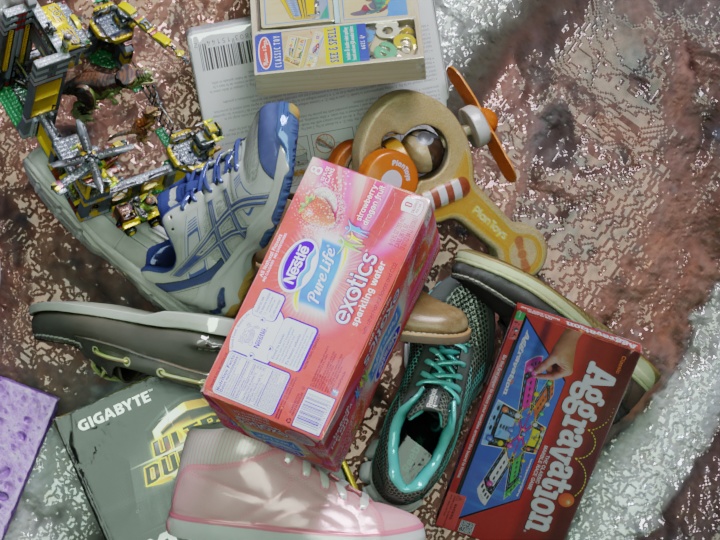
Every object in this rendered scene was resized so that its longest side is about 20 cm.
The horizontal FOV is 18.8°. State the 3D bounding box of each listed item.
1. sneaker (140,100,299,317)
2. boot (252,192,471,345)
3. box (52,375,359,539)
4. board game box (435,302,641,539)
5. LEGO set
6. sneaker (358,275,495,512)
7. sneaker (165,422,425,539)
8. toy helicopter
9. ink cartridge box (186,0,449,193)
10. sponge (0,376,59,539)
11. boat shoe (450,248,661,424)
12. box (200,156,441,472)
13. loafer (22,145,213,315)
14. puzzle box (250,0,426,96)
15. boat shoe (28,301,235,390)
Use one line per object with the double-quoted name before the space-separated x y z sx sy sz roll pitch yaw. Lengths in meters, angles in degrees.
"sneaker" -0.107 -0.048 1.625 0.088 0.075 0.200 19 126 -9
"boot" 0.000 0.000 1.690 0.199 0.074 0.076 23 105 19
"box" -0.121 0.149 1.721 0.199 0.049 0.160 -23 89 -5
"board game box" 0.138 0.130 1.704 0.103 0.019 0.201 18 113 -2
"LEGO set" -0.194 -0.140 1.669 0.153 0.116 0.201 -14 65 -23
"sneaker" 0.062 0.098 1.712 0.077 0.091 0.201 18 84 -4
"sneaker" -0.046 0.161 1.662 0.199 0.075 0.105 6 89 0
"toy helicopter" 0.080 -0.069 1.725 0.200 0.079 0.132 41 82 -24
"ink cartridge box" -0.028 -0.125 1.750 0.199 0.045 0.177 -11 103 -4
"sponge" -0.326 0.174 1.715 0.111 0.030 0.201 22 85 -1
"boat shoe" 0.148 0.054 1.713 0.200 0.073 0.065 33 84 -16
"box" -0.027 0.033 1.608 0.102 0.095 0.201 20 74 14
"loafer" -0.181 -0.034 1.725 0.200 0.070 0.070 42 79 -7
"puzzle box" -0.023 -0.222 1.709 0.132 0.025 0.201 -7 50 1
"boat shoe" -0.178 0.058 1.679 0.201 0.072 0.061 5 89 32
